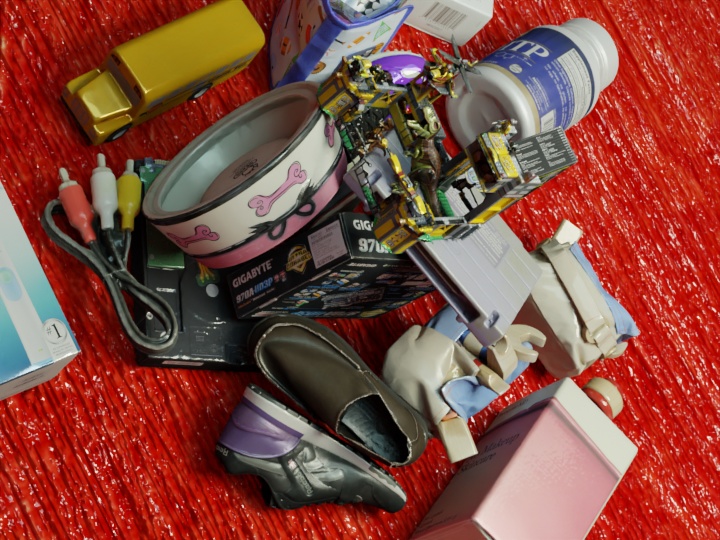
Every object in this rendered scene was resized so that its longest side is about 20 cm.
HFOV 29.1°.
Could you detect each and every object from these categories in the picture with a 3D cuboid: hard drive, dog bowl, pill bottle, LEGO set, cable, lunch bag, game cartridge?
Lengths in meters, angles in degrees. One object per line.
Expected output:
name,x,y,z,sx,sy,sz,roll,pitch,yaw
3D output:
hard drive,-0.150,-0.004,1.327,0.139,0.038,0.202,5,69,-30
dog bowl,-0.098,-0.083,1.259,0.074,0.199,0.200,56,52,-24
pill bottle,0.200,-0.208,1.571,0.200,0.120,0.120,-35,90,-37
LEGO set,0.064,-0.117,1.186,0.153,0.116,0.201,7,56,-44
cable,-0.227,-0.014,1.251,0.096,0.050,0.201,-11,59,-21
lunch bag,-0.016,-0.279,1.442,0.123,0.170,0.201,32,56,-10
game cartridge,0.078,-0.040,1.266,0.200,0.038,0.130,50,33,-6

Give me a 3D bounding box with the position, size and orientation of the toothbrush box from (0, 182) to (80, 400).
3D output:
toothbrush box,-0.350,0.016,1.170,0.146,0.085,0.201,-21,81,-35

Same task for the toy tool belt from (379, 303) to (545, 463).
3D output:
toy tool belt,0.119,0.093,1.375,0.123,0.125,0.200,38,65,24

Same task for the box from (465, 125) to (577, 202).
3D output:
box,0.103,-0.075,1.433,0.199,0.160,0.045,-22,81,-34

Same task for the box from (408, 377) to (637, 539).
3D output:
box,0.160,0.222,1.363,0.109,0.128,0.200,45,54,-6

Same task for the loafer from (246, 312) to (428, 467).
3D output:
loafer,-0.017,0.110,1.276,0.199,0.071,0.073,35,94,-5

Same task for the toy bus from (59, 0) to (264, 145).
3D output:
toy bus,-0.192,-0.196,1.356,0.199,0.078,0.065,-33,89,-36

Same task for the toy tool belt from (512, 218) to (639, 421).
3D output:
toy tool belt,0.243,0.052,1.489,0.123,0.125,0.201,-36,91,-28

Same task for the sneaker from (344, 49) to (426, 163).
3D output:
sneaker,-0.010,-0.147,1.388,0.199,0.070,0.100,-24,41,-5

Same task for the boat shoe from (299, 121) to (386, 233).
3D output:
boat shoe,-0.010,-0.103,1.432,0.063,0.071,0.200,43,54,0

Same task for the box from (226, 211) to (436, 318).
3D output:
box,0.000,0.000,1.312,0.199,0.158,0.046,2,68,-47

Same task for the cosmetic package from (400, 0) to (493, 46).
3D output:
cosmetic package,0.101,-0.374,1.611,0.101,0.074,0.202,20,59,-23

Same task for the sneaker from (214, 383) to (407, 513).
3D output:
sneaker,-0.050,0.190,1.301,0.199,0.076,0.088,35,85,-23
